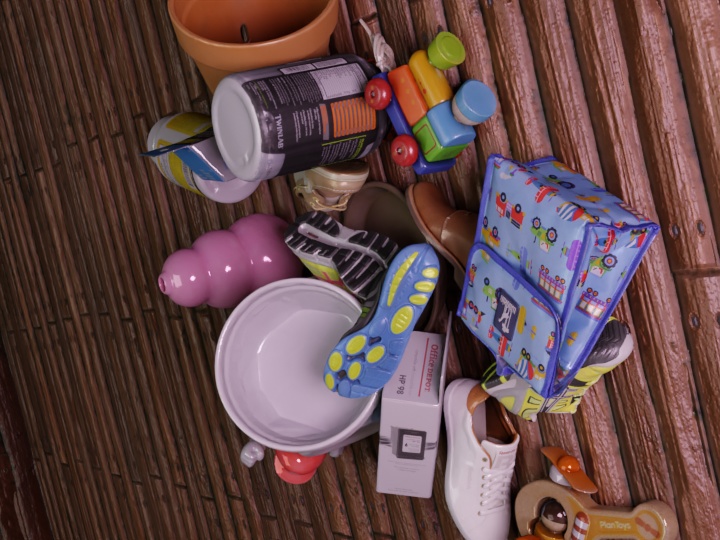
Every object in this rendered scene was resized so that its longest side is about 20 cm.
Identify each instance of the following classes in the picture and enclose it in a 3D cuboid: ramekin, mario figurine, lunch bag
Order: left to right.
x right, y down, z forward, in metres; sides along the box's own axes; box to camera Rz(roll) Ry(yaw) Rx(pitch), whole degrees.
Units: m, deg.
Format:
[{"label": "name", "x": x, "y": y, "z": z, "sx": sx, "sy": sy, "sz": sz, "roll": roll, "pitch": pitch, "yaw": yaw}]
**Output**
[{"label": "mario figurine", "x": -0.093, "y": 0.243, "z": 1.732, "sx": 0.106, "sy": 0.123, "sz": 0.200, "roll": 58, "pitch": 180, "yaw": -12}, {"label": "ramekin", "x": -0.061, "y": 0.114, "z": 1.490, "sx": 0.200, "sy": 0.200, "sz": 0.105, "roll": 66, "pitch": -172, "yaw": 13}, {"label": "lunch bag", "x": 0.169, "y": 0.011, "z": 1.206, "sx": 0.151, "sy": 0.094, "sz": 0.200, "roll": 42, "pitch": 123, "yaw": 45}]

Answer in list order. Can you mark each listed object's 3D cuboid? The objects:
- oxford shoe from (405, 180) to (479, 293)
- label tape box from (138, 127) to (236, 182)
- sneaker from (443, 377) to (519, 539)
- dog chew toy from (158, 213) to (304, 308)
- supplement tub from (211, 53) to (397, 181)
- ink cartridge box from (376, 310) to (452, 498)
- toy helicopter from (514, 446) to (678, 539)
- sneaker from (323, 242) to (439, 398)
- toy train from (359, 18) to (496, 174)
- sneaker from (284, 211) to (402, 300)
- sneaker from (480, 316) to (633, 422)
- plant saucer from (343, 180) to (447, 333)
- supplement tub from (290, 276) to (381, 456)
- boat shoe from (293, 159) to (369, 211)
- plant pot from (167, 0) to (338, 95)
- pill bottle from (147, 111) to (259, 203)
[{"label": "oxford shoe", "x": 0.117, "y": -0.037, "z": 1.361, "sx": 0.071, "sy": 0.071, "sz": 0.200, "roll": -50, "pitch": 52, "yaw": 20}, {"label": "label tape box", "x": -0.165, "y": -0.152, "z": 1.598, "sx": 0.063, "sy": 0.200, "sz": 0.144, "roll": 69, "pitch": 165, "yaw": -12}, {"label": "sneaker", "x": 0.140, "y": 0.223, "z": 1.416, "sx": 0.085, "sy": 0.073, "sz": 0.200, "roll": 2, "pitch": 104, "yaw": 62}, {"label": "dog chew toy", "x": -0.177, "y": -0.005, "z": 1.718, "sx": 0.124, "sy": 0.200, "sz": 0.125, "roll": 32, "pitch": 130, "yaw": 50}, {"label": "supplement tub", "x": -0.055, "y": -0.176, "z": 1.430, "sx": 0.122, "sy": 0.200, "sz": 0.123, "roll": 31, "pitch": 129, "yaw": 49}, {"label": "ink cartridge box", "x": 0.060, "y": 0.149, "z": 1.447, "sx": 0.116, "sy": 0.067, "sz": 0.200, "roll": -77, "pitch": -8, "yaw": -49}, {"label": "toy helicopter", "x": 0.235, "y": 0.245, "z": 1.291, "sx": 0.200, "sy": 0.079, "sz": 0.133, "roll": -11, "pitch": 85, "yaw": 50}, {"label": "sneaker", "x": 0.029, "y": 0.057, "z": 1.391, "sx": 0.071, "sy": 0.083, "sz": 0.200, "roll": 31, "pitch": 104, "yaw": 3}, {"label": "toy train", "x": 0.064, "y": -0.213, "z": 1.339, "sx": 0.116, "sy": 0.085, "sz": 0.200, "roll": -40, "pitch": 69, "yaw": 47}, {"label": "sneaker", "x": 0.000, "y": 0.000, "z": 1.508, "sx": 0.200, "sy": 0.078, "sz": 0.090, "roll": 33, "pitch": 161, "yaw": 39}, {"label": "sneaker", "x": 0.207, "y": 0.098, "z": 1.268, "sx": 0.076, "sy": 0.075, "sz": 0.200, "roll": 44, "pitch": 148, "yaw": -12}, {"label": "plant saucer", "x": 0.043, "y": -0.011, "z": 1.516, "sx": 0.200, "sy": 0.029, "sz": 0.200, "roll": 32, "pitch": 129, "yaw": 50}, {"label": "supplement tub", "x": -0.049, "y": 0.121, "z": 1.616, "sx": 0.200, "sy": 0.144, "sz": 0.145, "roll": 66, "pitch": 149, "yaw": 13}, {"label": "boat shoe", "x": -0.036, "y": -0.104, "z": 1.534, "sx": 0.200, "sy": 0.074, "sz": 0.067, "roll": -144, "pitch": 57, "yaw": -74}, {"label": "plant pot", "x": -0.119, "y": -0.277, "z": 1.521, "sx": 0.200, "sy": 0.200, "sz": 0.140, "roll": 49, "pitch": 158, "yaw": 37}, {"label": "pill bottle", "x": -0.228, "y": -0.168, "z": 1.816, "sx": 0.200, "sy": 0.111, "sz": 0.112, "roll": 25, "pitch": 124, "yaw": 53}]
